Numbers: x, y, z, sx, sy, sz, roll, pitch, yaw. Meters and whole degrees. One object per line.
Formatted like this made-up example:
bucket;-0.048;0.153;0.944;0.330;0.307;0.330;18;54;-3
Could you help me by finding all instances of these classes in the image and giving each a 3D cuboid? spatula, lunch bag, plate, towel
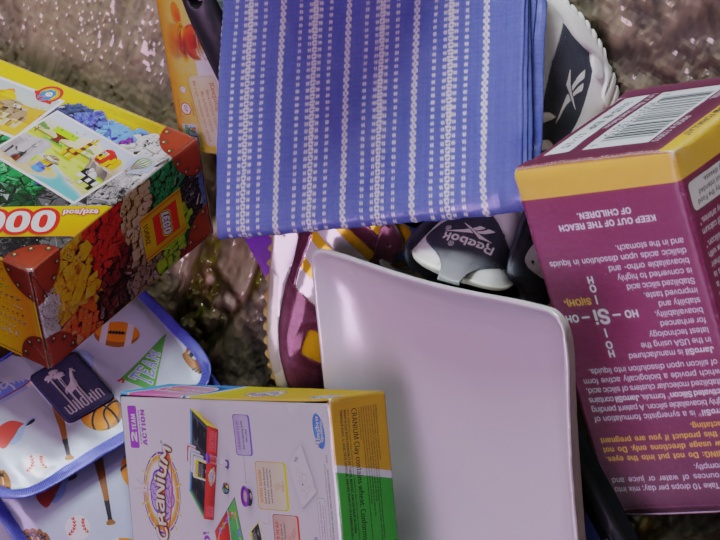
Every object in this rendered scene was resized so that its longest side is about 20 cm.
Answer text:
spatula;-0.062;-0.077;1.675;0.056;0.021;0.201;-15;104;25
lunch bag;-0.153;0.129;1.772;0.201;0.170;0.124;58;157;2
plate;0.055;0.095;1.552;0.199;0.032;0.201;15;116;48
towel;0.010;-0.094;1.576;0.199;0.024;0.146;-5;77;29

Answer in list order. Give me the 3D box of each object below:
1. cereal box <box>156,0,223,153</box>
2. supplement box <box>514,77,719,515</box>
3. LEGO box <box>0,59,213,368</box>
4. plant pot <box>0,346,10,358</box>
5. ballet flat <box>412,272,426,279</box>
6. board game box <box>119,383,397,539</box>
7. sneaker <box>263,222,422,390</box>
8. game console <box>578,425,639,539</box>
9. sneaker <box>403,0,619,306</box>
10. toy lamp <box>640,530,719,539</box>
cereal box;-0.024;-0.134;1.661;0.199;0.039;0.145;5;115;32
supplement box;0.178;0.012;1.537;0.103;0.131;0.201;-6;107;37
LEGO box;-0.213;-0.042;1.738;0.199;0.149;0.078;22;137;32
plant pot;-0.302;0.043;1.826;0.185;0.200;0.188;13;117;28
ballet flat;0.008;0.077;1.722;0.067;0.062;0.201;36;127;15
board game box;-0.058;0.142;1.633;0.199;0.040;0.154;0;96;50
sneaker;0.000;0.000;1.627;0.090;0.075;0.201;7;107;32
game console;0.120;0.164;1.585;0.201;0.031;0.177;62;166;11
sneaker;0.079;-0.045;1.576;0.079;0.129;0.200;16;119;26
toy lamp;0.194;0.162;1.640;0.199;0.058;0.059;-17;101;39
